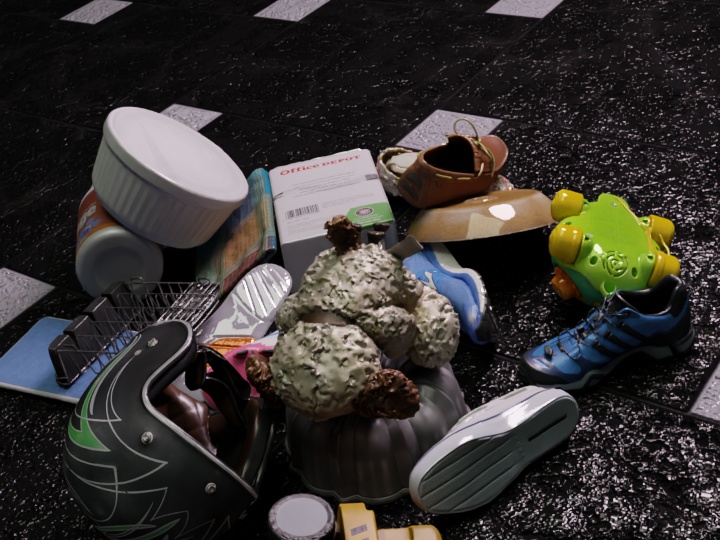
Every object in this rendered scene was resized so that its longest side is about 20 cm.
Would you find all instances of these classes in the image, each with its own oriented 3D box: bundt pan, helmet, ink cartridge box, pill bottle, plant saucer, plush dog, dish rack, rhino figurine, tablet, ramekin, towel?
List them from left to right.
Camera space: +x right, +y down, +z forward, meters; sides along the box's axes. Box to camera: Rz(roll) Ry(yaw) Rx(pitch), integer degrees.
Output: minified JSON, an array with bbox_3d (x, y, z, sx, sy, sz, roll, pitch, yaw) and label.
[{"bbox_3d":[-0.345,0.109,1.293,0.197,0.014,0.131,6,38,26],"label":"tablet"},{"bbox_3d":[-0.321,-0.052,1.433,0.110,0.114,0.201,-14,33,-4],"label":"pill bottle"},{"bbox_3d":[-0.253,0.066,1.238,0.197,0.055,0.154,-2,35,33],"label":"dish rack"},{"bbox_3d":[-0.252,-0.114,1.380,0.200,0.095,0.203,30,21,-13],"label":"ramekin"},{"bbox_3d":[-0.181,0.167,1.001,0.196,0.202,0.193,0,47,17],"label":"helmet"},{"bbox_3d":[-0.164,-0.036,1.376,0.146,0.022,0.201,-43,29,19],"label":"towel"},{"bbox_3d":[-0.036,-0.066,1.390,0.143,0.085,0.201,-12,32,-2],"label":"ink cartridge box"},{"bbox_3d":[-0.018,0.062,1.013,0.197,0.162,0.174,3,51,19],"label":"plush dog"},{"bbox_3d":[0.000,0.000,1.199,0.059,0.089,0.200,3,10,8],"label":"rhino figurine"},{"bbox_3d":[0.014,0.136,1.089,0.198,0.077,0.203,-8,33,5],"label":"bundt pan"},{"bbox_3d":[0.149,-0.070,1.312,0.196,0.036,0.200,-9,8,1],"label":"plant saucer"}]

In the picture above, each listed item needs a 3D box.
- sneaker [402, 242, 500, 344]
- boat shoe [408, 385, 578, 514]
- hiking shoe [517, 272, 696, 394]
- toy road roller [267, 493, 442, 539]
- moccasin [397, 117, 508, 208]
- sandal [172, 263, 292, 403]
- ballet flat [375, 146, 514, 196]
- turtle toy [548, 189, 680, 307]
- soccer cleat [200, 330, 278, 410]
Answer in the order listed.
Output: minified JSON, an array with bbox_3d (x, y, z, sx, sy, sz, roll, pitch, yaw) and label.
[{"bbox_3d":[0.091,0.037,1.223,0.088,0.079,0.200,-27,28,-10],"label":"sneaker"},{"bbox_3d":[0.118,0.169,1.027,0.198,0.075,0.066,-19,18,-29],"label":"boat shoe"},{"bbox_3d":[0.251,0.060,1.115,0.197,0.088,0.075,-19,34,-10],"label":"hiking shoe"},{"bbox_3d":[0.001,0.274,0.854,0.143,0.125,0.201,-2,32,-7],"label":"toy road roller"},{"bbox_3d":[0.124,-0.138,1.337,0.200,0.078,0.074,-17,57,-45],"label":"moccasin"},{"bbox_3d":[-0.143,0.084,1.226,0.078,0.060,0.207,29,61,19],"label":"sandal"},{"bbox_3d":[0.106,-0.122,1.431,0.197,0.064,0.077,10,63,21],"label":"ballet flat"},{"bbox_3d":[0.273,-0.022,1.215,0.143,0.102,0.201,16,34,1],"label":"turtle toy"},{"bbox_3d":[-0.091,0.103,1.178,0.198,0.071,0.086,-26,-4,-28],"label":"soccer cleat"}]
